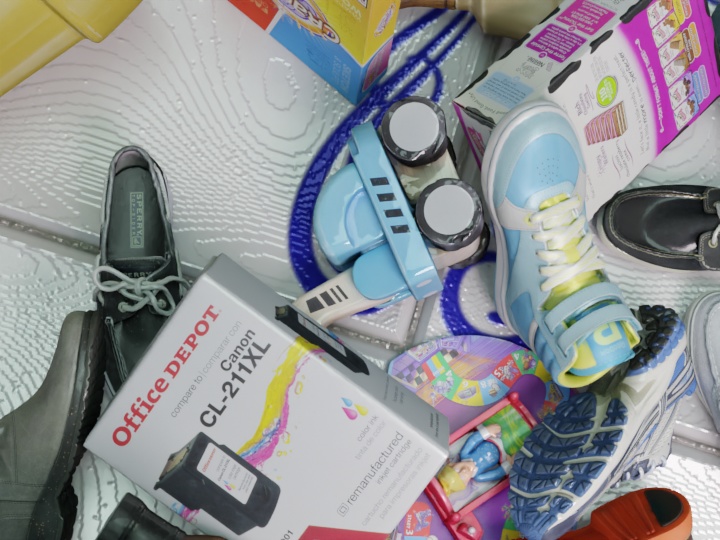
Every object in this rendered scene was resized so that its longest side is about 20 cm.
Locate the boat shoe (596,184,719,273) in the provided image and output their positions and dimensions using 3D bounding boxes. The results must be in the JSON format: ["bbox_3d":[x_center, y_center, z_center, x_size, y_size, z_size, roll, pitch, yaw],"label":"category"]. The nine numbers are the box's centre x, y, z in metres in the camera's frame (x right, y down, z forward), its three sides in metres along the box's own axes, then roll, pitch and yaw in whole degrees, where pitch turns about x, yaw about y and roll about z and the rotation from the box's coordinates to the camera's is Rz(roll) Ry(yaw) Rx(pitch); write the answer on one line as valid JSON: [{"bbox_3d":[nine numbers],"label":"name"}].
[{"bbox_3d":[0.278,-0.035,1.040,0.198,0.068,0.073,7,76,-1],"label":"boat shoe"}]

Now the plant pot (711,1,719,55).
[{"bbox_3d":[0.382,-0.137,0.989,0.194,0.196,0.202,4,67,-8],"label":"plant pot"}]

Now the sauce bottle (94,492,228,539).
[{"bbox_3d":[-0.077,0.212,0.877,0.199,0.065,0.065,33,75,-3],"label":"sauce bottle"}]

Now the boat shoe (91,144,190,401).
[{"bbox_3d":[-0.156,0.010,0.994,0.073,0.068,0.202,1,75,-4],"label":"boat shoe"}]

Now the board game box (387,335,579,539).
[{"bbox_3d":[0.086,0.142,0.990,0.156,0.039,0.202,12,75,-1],"label":"board game box"}]

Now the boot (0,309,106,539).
[{"bbox_3d":[-0.250,0.114,0.941,0.129,0.068,0.202,13,92,-1],"label":"boot"}]

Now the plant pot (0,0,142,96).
[{"bbox_3d":[-0.280,-0.210,0.989,0.201,0.201,0.189,44,90,8],"label":"plant pot"}]

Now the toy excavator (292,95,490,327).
[{"bbox_3d":[0.000,0.000,1.007,0.198,0.100,0.196,-23,78,4],"label":"toy excavator"}]

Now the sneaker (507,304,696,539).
[{"bbox_3d":[0.181,0.121,0.974,0.200,0.077,0.085,-49,122,-24],"label":"sneaker"}]

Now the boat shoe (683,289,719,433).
[{"bbox_3d":[0.291,0.105,0.999,0.069,0.072,0.203,-13,76,-8],"label":"boat shoe"}]

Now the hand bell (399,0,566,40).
[{"bbox_3d":[0.063,-0.213,1.073,0.198,0.104,0.105,4,74,9],"label":"hand bell"}]

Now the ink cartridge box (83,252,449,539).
[{"bbox_3d":[-0.061,0.108,0.928,0.199,0.083,0.146,36,100,-4],"label":"ink cartridge box"}]

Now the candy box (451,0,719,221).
[{"bbox_3d":[0.172,-0.128,1.019,0.200,0.137,0.061,-42,45,-14],"label":"candy box"}]

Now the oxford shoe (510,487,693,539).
[{"bbox_3d":[0.142,0.221,0.952,0.198,0.071,0.073,-19,117,-7],"label":"oxford shoe"}]

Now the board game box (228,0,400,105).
[{"bbox_3d":[-0.041,-0.214,0.995,0.153,0.200,0.040,40,76,7],"label":"board game box"}]

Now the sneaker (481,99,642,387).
[{"bbox_3d":[0.142,-0.008,0.934,0.079,0.201,0.131,-21,41,-11],"label":"sneaker"}]
